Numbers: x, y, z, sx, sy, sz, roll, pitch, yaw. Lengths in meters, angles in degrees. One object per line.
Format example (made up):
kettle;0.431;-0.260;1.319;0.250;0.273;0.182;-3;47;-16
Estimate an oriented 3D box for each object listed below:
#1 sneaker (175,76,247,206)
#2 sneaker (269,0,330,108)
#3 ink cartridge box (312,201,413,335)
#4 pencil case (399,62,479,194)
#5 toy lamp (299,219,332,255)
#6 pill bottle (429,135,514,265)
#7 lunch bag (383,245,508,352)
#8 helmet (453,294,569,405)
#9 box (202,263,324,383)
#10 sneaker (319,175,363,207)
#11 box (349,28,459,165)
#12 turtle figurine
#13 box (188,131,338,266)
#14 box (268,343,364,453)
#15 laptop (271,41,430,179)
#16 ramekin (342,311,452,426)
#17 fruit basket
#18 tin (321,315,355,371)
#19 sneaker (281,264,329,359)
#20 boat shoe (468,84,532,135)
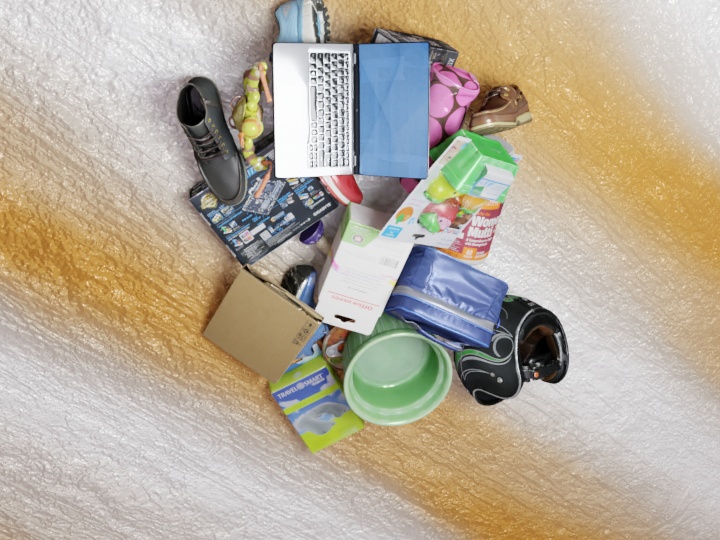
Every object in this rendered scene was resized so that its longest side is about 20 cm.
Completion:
sneaker;-0.231;-0.186;1.276;0.073;0.106;0.203;-16;104;7
sneaker;-0.091;-0.305;1.274;0.088;0.078;0.204;3;101;23
ink cartridge box;0.000;0.000;1.408;0.115;0.068;0.202;17;121;-13
pencil case;0.124;-0.214;1.313;0.092;0.091;0.203;5;125;-18
toy lamp;-0.024;-0.006;1.477;0.058;0.058;0.200;-40;116;13
pill bottle;0.187;-0.120;1.418;0.107;0.110;0.203;6;119;-14
lunch bag;0.145;0.058;1.422;0.197;0.136;0.134;24;82;-10
helmet;0.260;0.146;1.539;0.197;0.189;0.204;3;85;-37
box;-0.172;0.096;1.460;0.162;0.021;0.201;35;132;-4
sneaker;-0.027;-0.199;1.353;0.115;0.079;0.201;-33;121;11
box;0.055;-0.260;1.305;0.156;0.050;0.203;-9;128;-47
turtle figurine;-0.165;-0.224;1.262;0.063;0.162;0.203;-2;120;-7
box;-0.158;-0.119;1.392;0.198;0.046;0.160;-33;120;9
box;-0.086;0.246;1.614;0.120;0.048;0.202;-27;121;5
laptop;-0.015;-0.225;1.196;0.196;0.116;0.191;-5;103;-22
ramekin;0.059;0.170;1.526;0.196;0.098;0.203;-5;120;-8
fruit basket;0.143;-0.108;1.285;0.184;0.094;0.201;7;125;-48
tin;0.023;0.118;1.567;0.197;0.042;0.114;-18;117;-1
sneaker;-0.098;0.074;1.505;0.087;0.079;0.203;0;128;-18
boat shoe;0.212;-0.250;1.317;0.071;0.200;0.069;-8;101;29
